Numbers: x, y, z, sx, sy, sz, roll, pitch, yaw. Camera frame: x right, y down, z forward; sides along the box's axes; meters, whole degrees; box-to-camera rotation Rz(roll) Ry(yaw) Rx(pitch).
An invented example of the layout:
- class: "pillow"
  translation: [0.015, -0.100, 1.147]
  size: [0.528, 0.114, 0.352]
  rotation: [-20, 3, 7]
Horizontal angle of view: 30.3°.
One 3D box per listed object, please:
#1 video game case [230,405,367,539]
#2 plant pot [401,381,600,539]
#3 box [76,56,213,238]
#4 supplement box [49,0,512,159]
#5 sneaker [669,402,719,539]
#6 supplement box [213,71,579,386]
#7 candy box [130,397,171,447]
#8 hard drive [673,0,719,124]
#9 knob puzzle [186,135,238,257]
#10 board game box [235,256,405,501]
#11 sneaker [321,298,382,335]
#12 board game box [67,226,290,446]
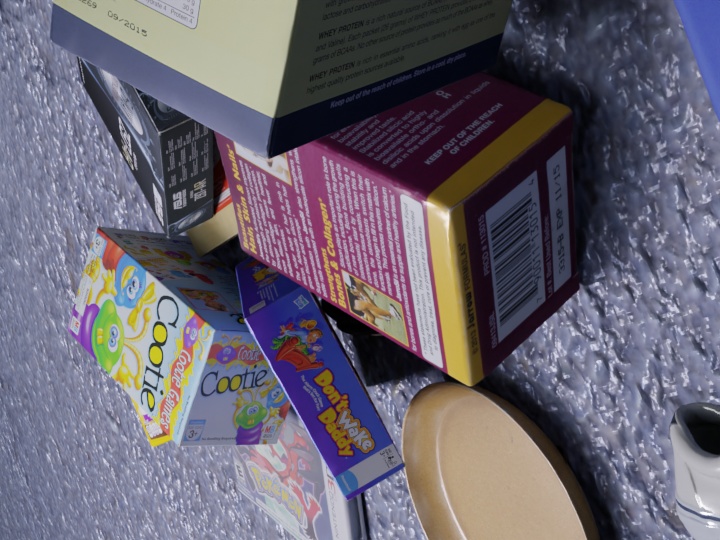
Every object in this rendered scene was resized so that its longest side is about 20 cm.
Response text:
- class: "video game case"
  translation: [-0.064, 0.157, 1.167]
  size: [0.199, 0.023, 0.184]
  rotation: [28, 133, 49]
- class: "plant pot"
  translation: [0.098, 0.164, 0.895]
  size: [0.200, 0.027, 0.202]
  rotation: [40, 142, 41]
- class: "box"
  translation: [-0.165, -0.133, 1.001]
  size: [0.161, 0.043, 0.200]
  rotation: [60, 165, 14]
- class: "supplement box"
  translation: [-0.015, -0.189, 0.593]
  size: [0.133, 0.199, 0.202]
  rotation: [28, 123, 24]
- class: "sneaker"
  translation: [0.209, 0.098, 0.610]
  size: [0.199, 0.073, 0.072]
  rotation: [-6, 109, 60]
- class: "supplement box"
  translation: [0.018, -0.048, 0.759]
  size: [0.199, 0.103, 0.132]
  rotation: [30, 146, 35]
- class: "candy box"
  translation: [-0.195, 0.118, 1.358]
  size: [0.200, 0.026, 0.103]
  rotation: [-30, 81, 61]
- class: "hard drive"
  translation: [0.207, -0.061, 0.552]
  size: [0.132, 0.025, 0.202]
  rotation: [-18, 94, 61]
- class: "knob puzzle"
  translation: [-0.130, -0.125, 1.071]
  size: [0.219, 0.030, 0.222]
  rotation: [40, 142, 41]
- class: "board game box"
  translation: [-0.033, 0.060, 0.918]
  size: [0.135, 0.044, 0.200]
  rotation: [62, 178, -12]
- class: "sneaker"
  translation: [0.000, 0.000, 0.882]
  size: [0.199, 0.087, 0.076]
  rotation: [4, 116, 60]
- class: "board game box"
  translation: [-0.147, 0.053, 1.118]
  size: [0.200, 0.104, 0.104]
  rotation: [35, 111, 44]
